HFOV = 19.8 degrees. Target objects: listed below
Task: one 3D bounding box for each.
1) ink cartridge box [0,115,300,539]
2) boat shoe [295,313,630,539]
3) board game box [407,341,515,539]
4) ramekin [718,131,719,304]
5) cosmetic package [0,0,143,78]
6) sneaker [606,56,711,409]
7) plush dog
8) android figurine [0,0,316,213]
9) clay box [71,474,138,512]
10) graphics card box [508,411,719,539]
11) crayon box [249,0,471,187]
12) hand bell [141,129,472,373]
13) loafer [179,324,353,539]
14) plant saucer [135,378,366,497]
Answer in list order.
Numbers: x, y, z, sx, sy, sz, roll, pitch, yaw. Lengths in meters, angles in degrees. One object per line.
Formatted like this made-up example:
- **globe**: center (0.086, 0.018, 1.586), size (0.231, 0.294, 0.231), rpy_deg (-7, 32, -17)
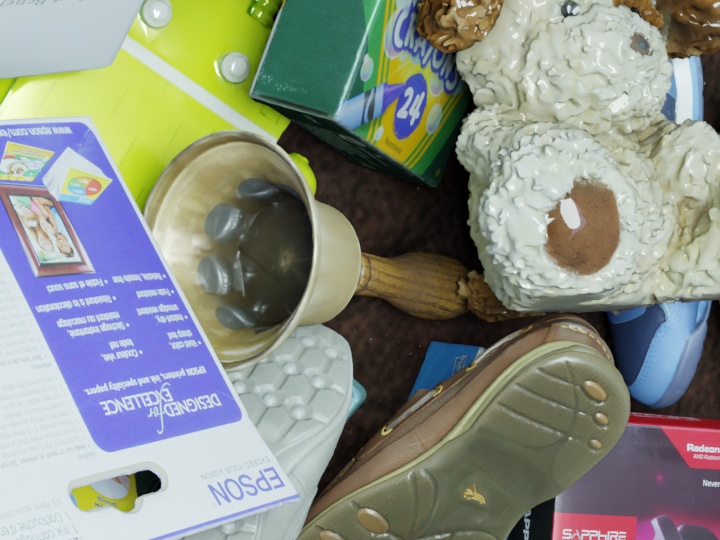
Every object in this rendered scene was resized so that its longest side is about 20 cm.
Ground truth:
- **ink cartridge box**: center (-0.138, 0.032, 0.810), size (0.197, 0.043, 0.201), rpy_deg (-8, 62, -55)
- **boat shoe**: center (0.038, 0.094, 0.945), size (0.200, 0.068, 0.072), rpy_deg (-40, 112, 17)
- **board game box**: center (0.089, 0.166, 1.033), size (0.199, 0.056, 0.197), rpy_deg (27, 80, -21)
- **ramekin**: center (0.246, -0.023, 1.031), size (0.093, 0.202, 0.205), rpy_deg (-2, 91, -12)
- **cosmetic package**: center (-0.169, -0.188, 0.820), size (0.163, 0.200, 0.166), rpy_deg (-7, 73, -24)
- **sneaker**: center (0.129, -0.030, 1.044), size (0.081, 0.074, 0.202), rpy_deg (-4, 87, -17)
- **plush dog**: center (0.099, -0.069, 0.944), size (0.199, 0.160, 0.174), rpy_deg (-1, 84, -36)
- **android figurine**: center (-0.104, -0.067, 0.958), size (0.181, 0.041, 0.201), rpy_deg (36, 79, -19)
- **clay box**: center (-0.144, 0.094, 0.823), size (0.114, 0.201, 0.048), rpy_deg (25, 125, -36)
- **graphics card box**: center (0.131, 0.170, 0.994), size (0.124, 0.051, 0.202), rpy_deg (6, 89, -24)
- **crayon box**: center (0.027, -0.153, 0.962), size (0.126, 0.051, 0.202), rpy_deg (26, 82, -64)
- **hand bell**: center (0.000, 0.000, 0.963), size (0.199, 0.103, 0.105), rpy_deg (8, 87, -52)
- **loafer**: center (-0.056, 0.098, 0.920), size (0.069, 0.070, 0.200), rpy_deg (23, 43, 7)
- **plant saucer**: center (-0.077, 0.113, 0.982), size (0.070, 0.019, 0.200), rpy_deg (44, 75, -17)
